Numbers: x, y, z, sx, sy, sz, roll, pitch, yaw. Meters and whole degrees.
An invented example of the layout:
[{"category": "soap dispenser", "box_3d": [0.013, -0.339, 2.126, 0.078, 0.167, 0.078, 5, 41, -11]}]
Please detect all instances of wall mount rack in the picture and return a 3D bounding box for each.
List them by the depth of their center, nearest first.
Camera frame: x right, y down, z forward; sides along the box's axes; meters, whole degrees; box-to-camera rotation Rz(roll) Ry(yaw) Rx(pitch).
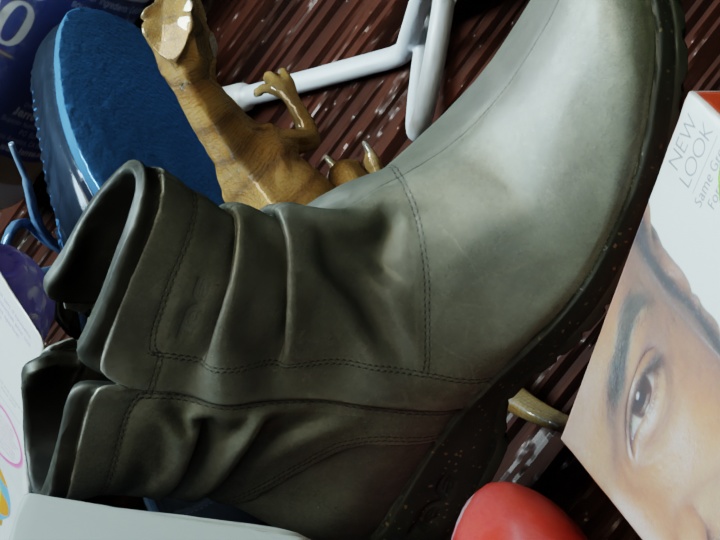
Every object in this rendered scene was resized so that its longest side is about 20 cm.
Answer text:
[{"category": "wall mount rack", "box_3d": [-0.001, -0.132, 0.968, 0.174, 0.074, 0.201, 113, 166, -70]}]

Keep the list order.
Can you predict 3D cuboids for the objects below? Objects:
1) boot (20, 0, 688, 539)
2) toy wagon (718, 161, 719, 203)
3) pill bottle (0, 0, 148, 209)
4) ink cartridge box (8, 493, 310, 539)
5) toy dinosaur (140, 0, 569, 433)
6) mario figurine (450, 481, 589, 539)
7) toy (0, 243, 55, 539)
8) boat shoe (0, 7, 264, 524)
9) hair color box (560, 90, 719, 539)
[{"category": "boot", "box_3d": [-0.006, -0.007, 0.779, 0.201, 0.130, 0.068, -64, 30, 25]}, {"category": "toy wagon", "box_3d": [0.151, -0.031, 0.644, 0.154, 0.040, 0.201, 1, 59, 40]}, {"category": "pill bottle", "box_3d": [-0.118, -0.131, 1.052, 0.201, 0.111, 0.111, -57, 41, 11]}, {"category": "ink cartridge box", "box_3d": [-0.067, 0.182, 0.781, 0.082, 0.146, 0.201, 8, 57, 9]}, {"category": "toy dinosaur", "box_3d": [0.000, 0.000, 0.889, 0.200, 0.106, 0.060, 43, 91, 3]}, {"category": "mario figurine", "box_3d": [0.007, 0.151, 0.789, 0.123, 0.106, 0.201, 9, 80, 50]}, {"category": "toy", "box_3d": [-0.119, 0.039, 0.954, 0.115, 0.047, 0.201, 51, 147, 29]}, {"category": "boat shoe", "box_3d": [-0.078, 0.002, 0.968, 0.069, 0.084, 0.201, -49, 42, 35]}, {"category": "hair color box", "box_3d": [0.134, 0.054, 0.707, 0.200, 0.064, 0.111, 52, 133, 47]}]
